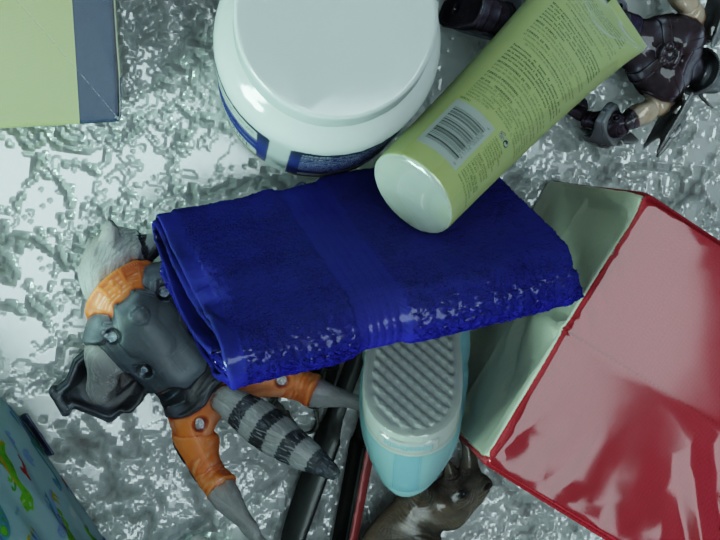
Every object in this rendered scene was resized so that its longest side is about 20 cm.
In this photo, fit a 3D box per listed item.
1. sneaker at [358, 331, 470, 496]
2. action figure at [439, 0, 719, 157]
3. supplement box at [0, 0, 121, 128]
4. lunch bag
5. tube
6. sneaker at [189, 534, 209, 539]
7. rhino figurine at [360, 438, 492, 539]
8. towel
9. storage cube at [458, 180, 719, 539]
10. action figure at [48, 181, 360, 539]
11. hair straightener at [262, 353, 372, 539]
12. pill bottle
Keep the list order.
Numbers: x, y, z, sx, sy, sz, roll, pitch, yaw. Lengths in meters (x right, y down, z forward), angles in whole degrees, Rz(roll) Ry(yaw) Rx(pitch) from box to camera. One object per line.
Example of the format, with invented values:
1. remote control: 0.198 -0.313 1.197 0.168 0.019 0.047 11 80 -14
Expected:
1. sneaker: 0.031 0.042 0.749 0.073 0.201 0.082 12 135 5
2. action figure: 0.149 -0.149 0.788 0.199 0.069 0.131 19 87 -20
3. supplement box: -0.229 -0.172 0.653 0.198 0.134 0.202 -4 100 -13
4. lunch bag: -0.192 0.155 0.679 0.082 0.200 0.161 -31 96 -5
5. tube: 0.087 -0.099 0.700 0.200 0.052 0.058 -46 147 -28
6. sneaker: -0.044 0.207 0.756 0.200 0.081 0.147 -42 83 23
7. rhino figurine: 0.033 0.199 0.816 0.087 0.060 0.201 18 92 -18
8. towel: 0.000 0.000 0.683 0.199 0.148 0.050 -13 126 -17
9. storage cube: 0.167 0.065 0.759 0.179 0.200 0.172 31 91 -10
10. action figure: -0.077 0.036 0.735 0.193 0.105 0.200 42 83 -3
11. hair straightener: -0.022 0.083 0.793 0.076 0.041 0.201 12 95 -16
12. pill bottle: -0.019 -0.113 0.672 0.115 0.200 0.117 0 90 -5
